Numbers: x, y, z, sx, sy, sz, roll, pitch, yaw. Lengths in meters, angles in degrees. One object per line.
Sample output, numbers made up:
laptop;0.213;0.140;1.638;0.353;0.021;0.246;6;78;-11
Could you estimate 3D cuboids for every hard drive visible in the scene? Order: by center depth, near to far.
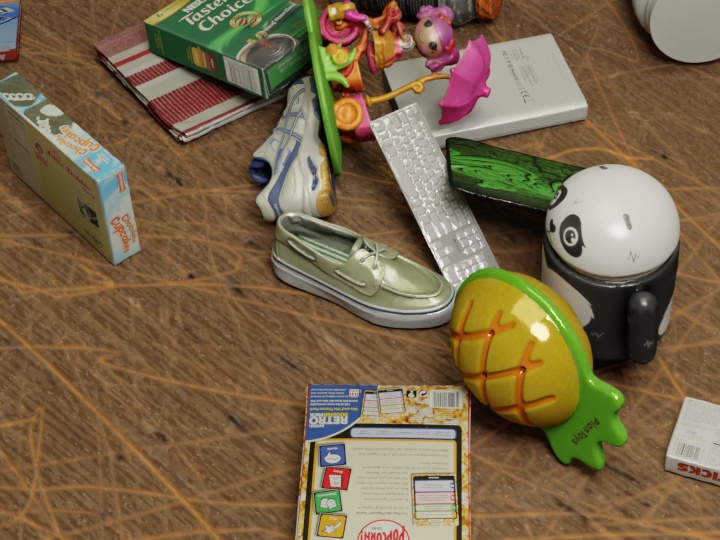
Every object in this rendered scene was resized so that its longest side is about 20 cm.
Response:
hard drive;0.134;-0.195;1.759;0.197;0.027;0.133;-11;47;-8

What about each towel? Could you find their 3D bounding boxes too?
towel;-0.193;-0.225;1.814;0.143;0.023;0.200;-28;52;-24

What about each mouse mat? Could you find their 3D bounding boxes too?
mouse mat;0.181;-0.087;1.594;0.197;0.008;0.161;12;23;-4

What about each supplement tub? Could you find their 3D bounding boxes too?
supplement tub;0.368;-0.344;1.804;0.142;0.146;0.202;-4;46;0
supplement tub;0.066;-0.350;1.845;0.197;0.123;0.123;11;48;14

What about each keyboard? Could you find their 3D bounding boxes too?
keyboard;0.075;-0.067;1.584;0.056;0.011;0.202;-22;80;-22

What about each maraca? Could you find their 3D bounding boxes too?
maraca;0.154;0.085;1.398;0.106;0.138;0.200;-31;73;-33

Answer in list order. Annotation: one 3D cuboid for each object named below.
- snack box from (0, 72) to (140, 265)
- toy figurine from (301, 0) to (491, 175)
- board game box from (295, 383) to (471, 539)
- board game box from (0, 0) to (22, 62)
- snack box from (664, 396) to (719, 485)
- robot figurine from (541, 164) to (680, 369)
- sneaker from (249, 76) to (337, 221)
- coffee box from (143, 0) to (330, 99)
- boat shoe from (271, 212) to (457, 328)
snack box;-0.302;-0.105;1.639;0.037;0.117;0.200;-33;53;-26
toy figurine;0.043;-0.215;1.665;0.181;0.150;0.203;-11;80;1
board game box;0.022;0.188;1.385;0.149;0.047;0.202;1;46;4
board game box;-0.498;-0.274;1.881;0.197;0.020;0.104;-6;48;-2
snack box;0.370;0.168;1.397;0.198;0.025;0.072;15;48;17
robot figurine;0.221;0.000;1.445;0.149;0.201;0.125;24;52;24
sneaker;-0.076;-0.131;1.680;0.087;0.076;0.201;-11;41;5
coffee box;-0.133;-0.262;1.780;0.199;0.044;0.123;26;52;38
boat shoe;0.000;0.000;1.555;0.198;0.062;0.072;16;49;17
